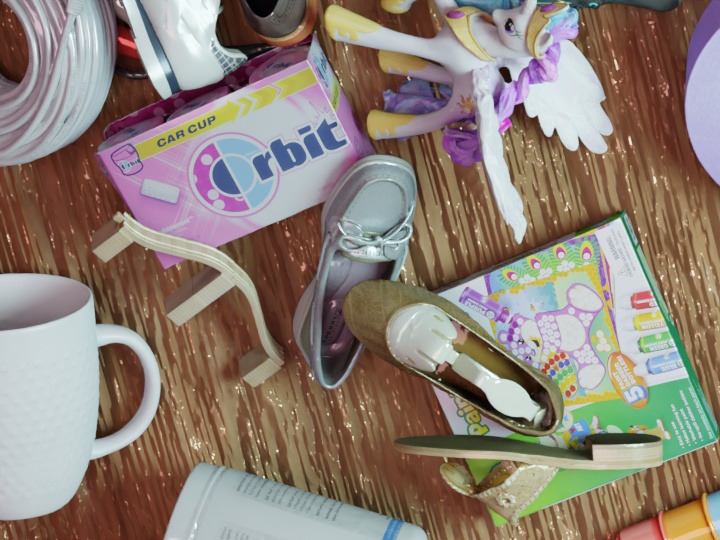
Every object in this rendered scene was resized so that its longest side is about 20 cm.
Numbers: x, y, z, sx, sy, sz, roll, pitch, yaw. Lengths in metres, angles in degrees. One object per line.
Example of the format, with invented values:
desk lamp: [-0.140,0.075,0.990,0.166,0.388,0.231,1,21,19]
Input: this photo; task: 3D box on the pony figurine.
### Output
pony figurine: [0.092,-0.140,1.645,0.200,0.167,0.193,5,133,34]

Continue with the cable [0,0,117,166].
cable: [-0.290,-0.186,1.726,0.200,0.069,0.200,18,113,23]

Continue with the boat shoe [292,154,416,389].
boat shoe: [-0.002,0.000,1.705,0.074,0.065,0.202,10,123,-21]

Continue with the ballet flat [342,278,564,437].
ballet flat: [0.077,0.072,1.665,0.200,0.072,0.068,35,94,-12]

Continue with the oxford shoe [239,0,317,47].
oxford shoe: [-0.077,-0.278,1.675,0.071,0.073,0.200,-15,80,12]

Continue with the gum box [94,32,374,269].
gum box: [-0.103,-0.093,1.719,0.200,0.066,0.114,-23,113,13]

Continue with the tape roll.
tape roll: [0.344,-0.137,1.610,0.200,0.066,0.200,5,124,7]

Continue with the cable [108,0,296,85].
cable: [-0.132,-0.174,1.731,0.200,0.050,0.097,28,105,4]

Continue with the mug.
mug: [-0.263,0.104,1.774,0.200,0.148,0.176,-8,110,-19]

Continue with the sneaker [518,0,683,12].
sneaker: [0.153,-0.234,1.668,0.200,0.075,0.079,20,123,8]

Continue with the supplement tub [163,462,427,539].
supplement tub: [-0.056,0.245,1.758,0.200,0.132,0.132,17,103,7]

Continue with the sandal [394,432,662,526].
sandal: [0.132,0.168,1.695,0.211,0.078,0.070,-1,95,6]

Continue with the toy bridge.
toy bridge: [-0.128,0.015,1.729,0.067,0.027,0.200,-35,122,19]

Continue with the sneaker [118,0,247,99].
sneaker: [-0.156,-0.236,1.672,0.080,0.076,0.200,-20,110,-3]

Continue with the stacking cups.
stacking cups: [0.302,0.194,1.719,0.200,0.061,0.061,-22,96,13]

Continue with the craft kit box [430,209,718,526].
craft kit box: [0.160,0.080,1.733,0.197,0.049,0.200,-23,96,17]
